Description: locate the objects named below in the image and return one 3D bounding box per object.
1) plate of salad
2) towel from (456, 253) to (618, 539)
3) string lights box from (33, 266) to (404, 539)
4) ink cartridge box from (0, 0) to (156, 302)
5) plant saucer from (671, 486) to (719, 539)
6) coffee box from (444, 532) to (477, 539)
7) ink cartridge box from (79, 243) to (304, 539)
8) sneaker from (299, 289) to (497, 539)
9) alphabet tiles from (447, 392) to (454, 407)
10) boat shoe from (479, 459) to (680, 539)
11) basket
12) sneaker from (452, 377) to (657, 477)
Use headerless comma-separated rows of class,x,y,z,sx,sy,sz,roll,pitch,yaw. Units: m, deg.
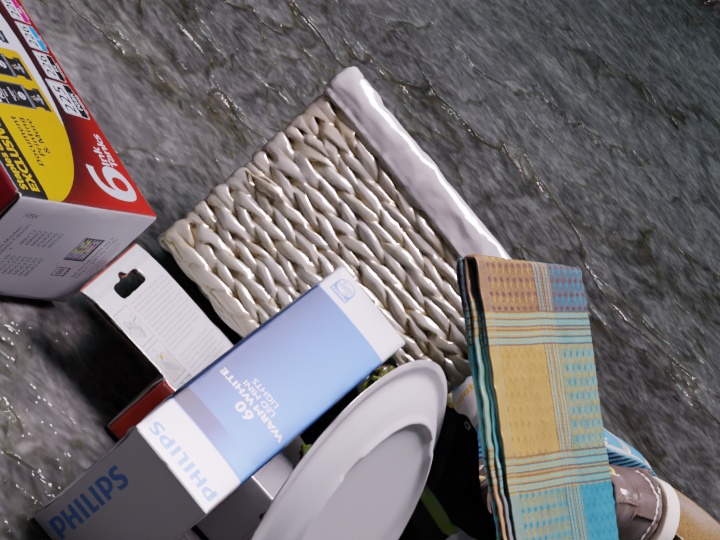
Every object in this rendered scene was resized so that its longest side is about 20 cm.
plate of salad,-0.021,0.128,1.391,0.048,0.200,0.200,32,13,21
towel,0.102,0.093,1.490,0.147,0.022,0.200,7,74,-61
string lights box,-0.072,0.082,1.393,0.059,0.103,0.200,50,40,1
ink cartridge box,-0.235,-0.088,1.472,0.200,0.084,0.176,56,22,20
plant saucer,0.217,0.197,1.764,0.200,0.035,0.200,43,-15,14
coffee box,0.067,0.260,1.438,0.080,0.114,0.200,30,27,-43
ink cartridge box,-0.092,0.085,1.517,0.200,0.050,0.109,48,20,-3
sneaker,0.021,0.094,1.527,0.083,0.072,0.200,-32,103,-40
alphabet tiles,0.122,0.136,1.946,0.200,0.006,0.166,31,27,-42
boat shoe,0.098,0.146,1.626,0.060,0.200,0.072,25,69,-46
basket,0.000,0.000,1.642,0.200,0.161,0.198,49,1,0
sneaker,0.144,0.125,1.899,0.200,0.077,0.081,38,17,-37
